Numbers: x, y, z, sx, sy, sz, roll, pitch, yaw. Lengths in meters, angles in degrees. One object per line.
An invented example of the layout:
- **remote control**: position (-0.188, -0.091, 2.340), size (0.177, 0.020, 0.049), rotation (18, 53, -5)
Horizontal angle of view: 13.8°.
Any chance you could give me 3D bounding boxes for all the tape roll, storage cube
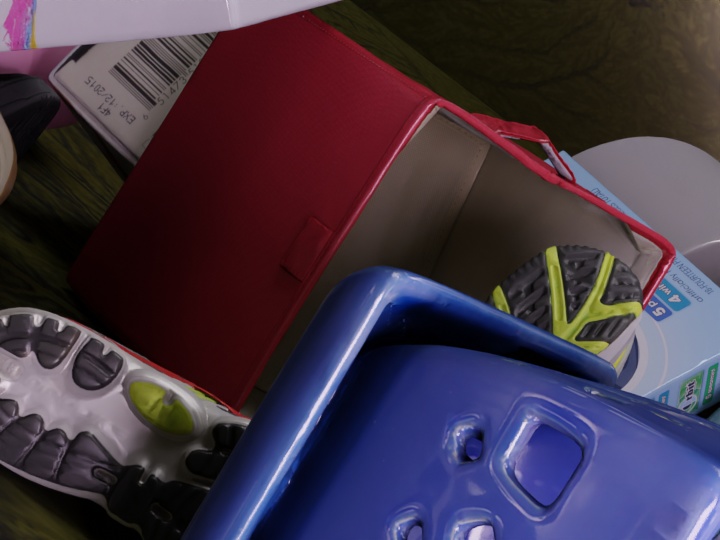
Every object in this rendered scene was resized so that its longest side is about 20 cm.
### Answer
- **tape roll**: position (0.185, 0.036, 1.842), size (0.202, 0.203, 0.139), rotation (30, 12, -35)
- **storage cube**: position (0.000, 0.000, 1.382), size (0.171, 0.201, 0.180), rotation (29, 6, -37)

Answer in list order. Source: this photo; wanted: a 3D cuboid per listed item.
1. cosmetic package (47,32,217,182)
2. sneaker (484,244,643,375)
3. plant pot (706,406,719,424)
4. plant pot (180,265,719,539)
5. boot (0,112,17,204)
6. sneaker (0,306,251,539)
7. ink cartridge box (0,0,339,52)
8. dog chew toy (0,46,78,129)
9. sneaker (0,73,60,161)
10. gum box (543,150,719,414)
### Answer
- **cosmetic package**: position (-0.069, -0.064, 1.526), size (0.087, 0.103, 0.200), rotation (43, -8, 27)
- **sneaker**: position (0.045, 0.074, 1.278), size (0.075, 0.200, 0.077), rotation (44, -23, 31)
- **plant pot**: position (0.232, 0.129, 1.576), size (0.141, 0.200, 0.141), rotation (40, 9, 13)
- **plant pot**: position (0.049, 0.119, 1.001), size (0.180, 0.201, 0.200), rotation (35, 7, 33)
- **boot**: position (-0.235, -0.097, 1.221), size (0.200, 0.072, 0.155), rotation (56, 22, 3)
- **sneaker**: position (-0.063, 0.076, 1.148), size (0.200, 0.077, 0.085), rotation (38, 4, -1)
- **ink cartridge box**: position (-0.113, -0.147, 1.323), size (0.199, 0.085, 0.144), rotation (-4, 10, 27)
- **dog chew toy**: position (-0.186, -0.128, 1.547), size (0.124, 0.125, 0.200), rotation (38, 18, 5)
- **sneaker**: position (-0.216, -0.088, 1.392), size (0.104, 0.060, 0.200), rotation (41, 16, 6)
- **gum box**: position (0.083, 0.035, 1.568), size (0.170, 0.199, 0.045), rotation (44, -32, 34)
